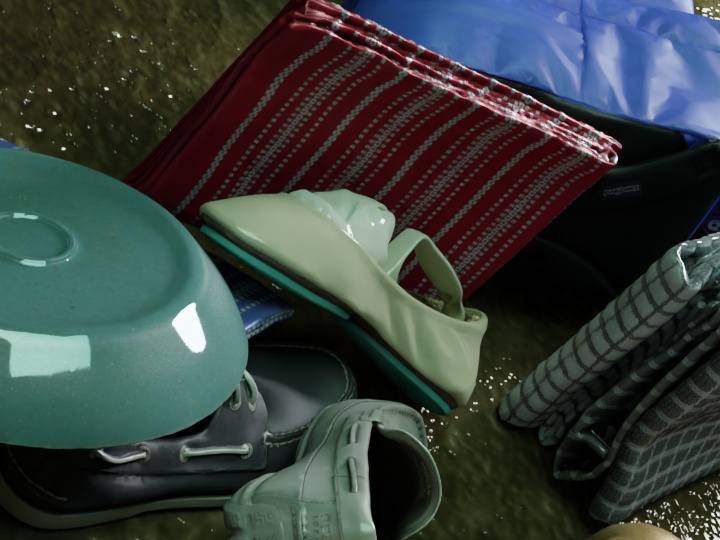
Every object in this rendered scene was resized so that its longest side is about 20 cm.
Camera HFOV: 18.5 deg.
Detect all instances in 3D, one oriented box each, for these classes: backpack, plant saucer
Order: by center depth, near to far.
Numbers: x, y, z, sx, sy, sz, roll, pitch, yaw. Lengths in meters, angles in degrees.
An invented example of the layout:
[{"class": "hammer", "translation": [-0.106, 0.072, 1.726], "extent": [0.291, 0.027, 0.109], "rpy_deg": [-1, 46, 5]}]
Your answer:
[{"class": "plant saucer", "translation": [-0.139, -0.001, 0.904], "extent": [0.200, 0.036, 0.200], "rpy_deg": [14, 29, -8]}, {"class": "backpack", "translation": [0.073, -0.086, 1.146], "extent": [0.200, 0.163, 0.168], "rpy_deg": [12, 47, -14]}]

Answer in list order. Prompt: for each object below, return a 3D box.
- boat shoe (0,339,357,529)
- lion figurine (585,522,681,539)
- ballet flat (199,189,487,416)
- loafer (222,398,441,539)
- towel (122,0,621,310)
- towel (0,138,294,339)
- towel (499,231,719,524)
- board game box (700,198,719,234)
[{"class": "boat shoe", "translation": [-0.069, 0.062, 0.973], "extent": [0.200, 0.063, 0.073], "rpy_deg": [-12, 60, -42]}, {"class": "lion figurine", "translation": [0.154, 0.147, 1.005], "extent": [0.200, 0.123, 0.073], "rpy_deg": [4, 50, -32]}, {"class": "ballet flat", "translation": [0.000, 0.000, 1.024], "extent": [0.200, 0.069, 0.070], "rpy_deg": [40, 27, -48]}, {"class": "loafer", "translation": [0.003, 0.096, 0.947], "extent": [0.200, 0.070, 0.070], "rpy_deg": [-38, 118, -71]}, {"class": "towel", "translation": [0.006, -0.046, 1.027], "extent": [0.200, 0.145, 0.023], "rpy_deg": [21, 41, -33]}, {"class": "towel", "translation": [-0.148, -0.003, 0.965], "extent": [0.200, 0.024, 0.145], "rpy_deg": [29, 31, 20]}, {"class": "towel", "translation": [0.192, 0.038, 1.106], "extent": [0.200, 0.166, 0.086], "rpy_deg": [-17, 69, -44]}, {"class": "board game box", "translation": [0.235, -0.032, 1.249], "extent": [0.200, 0.032, 0.120], "rpy_deg": [40, 37, -35]}]
